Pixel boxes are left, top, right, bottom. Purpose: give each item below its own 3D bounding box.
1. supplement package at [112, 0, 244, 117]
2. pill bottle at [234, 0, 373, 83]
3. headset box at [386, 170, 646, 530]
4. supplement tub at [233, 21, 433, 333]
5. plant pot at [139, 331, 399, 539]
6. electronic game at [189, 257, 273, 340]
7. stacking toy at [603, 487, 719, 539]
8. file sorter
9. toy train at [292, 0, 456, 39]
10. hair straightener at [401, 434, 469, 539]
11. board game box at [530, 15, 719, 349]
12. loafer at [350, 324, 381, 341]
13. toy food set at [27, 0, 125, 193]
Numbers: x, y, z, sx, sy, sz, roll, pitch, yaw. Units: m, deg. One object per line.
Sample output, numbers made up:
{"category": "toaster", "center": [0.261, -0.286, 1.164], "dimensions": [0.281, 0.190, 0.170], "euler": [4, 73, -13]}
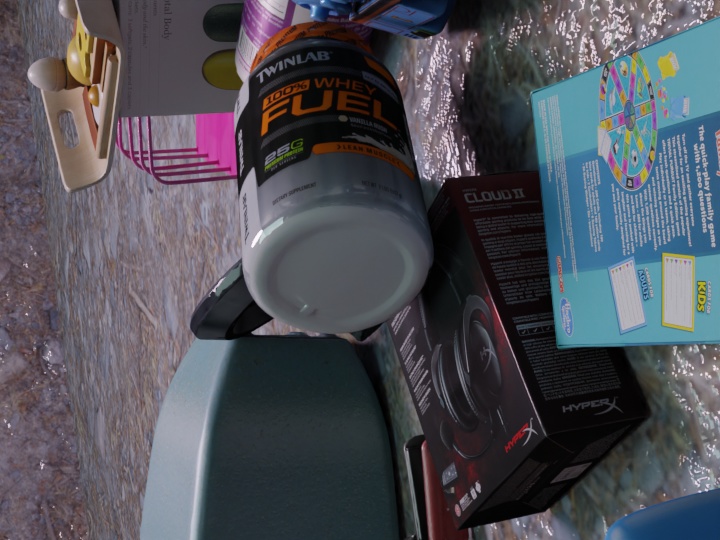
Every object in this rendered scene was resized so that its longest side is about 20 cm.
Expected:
{"category": "supplement package", "center": [-0.145, -0.241, 1.082], "dimensions": [0.151, 0.198, 0.154], "euler": [-134, 44, -55]}
{"category": "pill bottle", "center": [-0.034, -0.238, 0.937], "dimensions": [0.201, 0.111, 0.113], "euler": [109, 147, -43]}
{"category": "headset box", "center": [0.087, 0.044, 0.758], "dimensions": [0.149, 0.076, 0.202], "euler": [119, 138, -53]}
{"category": "supplement tub", "center": [-0.023, -0.069, 0.773], "dimensions": [0.123, 0.121, 0.201], "euler": [109, 159, -44]}
{"category": "plant pot", "center": [-0.085, 0.157, 1.053], "dimensions": [0.196, 0.194, 0.203], "euler": [175, 96, -67]}
{"category": "electronic game", "center": [-0.057, -0.009, 0.947], "dimensions": [0.042, 0.199, 0.200], "euler": [52, 149, 8]}
{"category": "stacking toy", "center": [0.157, 0.194, 0.619], "dimensions": [0.200, 0.108, 0.117], "euler": [114, 142, -67]}
{"category": "file sorter", "center": [-0.211, -0.185, 1.343], "dimensions": [0.200, 0.124, 0.141], "euler": [-148, 56, -62]}
{"category": "toy train", "center": [0.020, -0.206, 0.768], "dimensions": [0.200, 0.113, 0.088], "euler": [-148, 71, -79]}
{"category": "hair straightener", "center": [0.063, 0.229, 0.912], "dimensions": [0.077, 0.040, 0.203], "euler": [167, 93, -67]}
{"category": "board game box", "center": [0.165, -0.038, 0.593], "dimensions": [0.200, 0.046, 0.153], "euler": [170, 94, -67]}
{"category": "loafer", "center": [0.000, 0.000, 0.899], "dimensions": [0.063, 0.072, 0.200], "euler": [43, 161, 10]}
{"category": "toy food set", "center": [-0.258, -0.189, 1.028], "dimensions": [0.201, 0.060, 0.145], "euler": [113, 143, -50]}
